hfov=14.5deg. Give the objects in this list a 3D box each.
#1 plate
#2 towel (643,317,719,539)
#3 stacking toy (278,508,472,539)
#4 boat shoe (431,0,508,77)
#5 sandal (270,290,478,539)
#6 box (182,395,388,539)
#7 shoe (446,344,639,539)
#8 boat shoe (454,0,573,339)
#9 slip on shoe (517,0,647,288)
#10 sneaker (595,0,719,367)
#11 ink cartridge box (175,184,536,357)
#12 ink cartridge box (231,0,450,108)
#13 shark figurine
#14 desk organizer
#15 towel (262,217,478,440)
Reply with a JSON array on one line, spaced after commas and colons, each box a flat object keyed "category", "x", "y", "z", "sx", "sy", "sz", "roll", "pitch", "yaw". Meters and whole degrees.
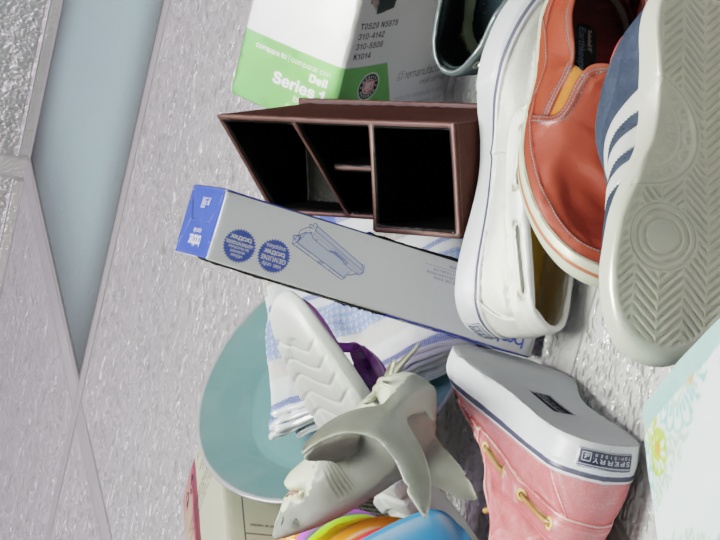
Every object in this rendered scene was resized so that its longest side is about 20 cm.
[{"category": "plate", "x": -0.013, "y": 0.068, "z": 1.776, "sx": 0.199, "sy": 0.026, "sz": 0.201, "roll": -20, "pitch": 43, "yaw": 20}, {"category": "towel", "x": 0.178, "y": 0.096, "z": 1.230, "sx": 0.200, "sy": 0.048, "sz": 0.172, "roll": 121, "pitch": 154, "yaw": -54}, {"category": "stacking toy", "x": -0.004, "y": 0.181, "z": 1.653, "sx": 0.200, "sy": 0.109, "sz": 0.117, "roll": 29, "pitch": 142, "yaw": 67}, {"category": "boat shoe", "x": 0.088, "y": -0.193, "z": 1.635, "sx": 0.073, "sy": 0.062, "sz": 0.201, "roll": 44, "pitch": 138, "yaw": 29}, {"category": "sandal", "x": 0.015, "y": 0.092, "z": 1.657, "sx": 0.203, "sy": 0.050, "sz": 0.082, "roll": 57, "pitch": 158, "yaw": -9}, {"category": "box", "x": -0.038, "y": 0.192, "z": 1.805, "sx": 0.201, "sy": 0.127, "sz": 0.109, "roll": -97, "pitch": 20, "yaw": -45}, {"category": "shoe", "x": 0.086, "y": 0.106, "z": 1.512, "sx": 0.200, "sy": 0.071, "sz": 0.092, "roll": -138, "pitch": 61, "yaw": -68}, {"category": "boat shoe", "x": 0.104, "y": -0.060, "z": 1.571, "sx": 0.070, "sy": 0.071, "sz": 0.201, "roll": 2, "pitch": 78, "yaw": 46}, {"category": "slip on shoe", "x": 0.125, "y": -0.080, "z": 1.481, "sx": 0.061, "sy": 0.074, "sz": 0.201, "roll": 125, "pitch": 154, "yaw": -53}, {"category": "sneaker", "x": 0.146, "y": -0.039, "z": 1.378, "sx": 0.085, "sy": 0.075, "sz": 0.201, "roll": 134, "pitch": 151, "yaw": -62}, {"category": "ink cartridge box", "x": 0.000, "y": 0.000, "z": 1.630, "sx": 0.094, "sy": 0.199, "sz": 0.044, "roll": -166, "pitch": 93, "yaw": -75}, {"category": "ink cartridge box", "x": 0.009, "y": -0.200, "z": 1.796, "sx": 0.146, "sy": 0.084, "sz": 0.201, "roll": -19, "pitch": -51, "yaw": -55}, {"category": "shark figurine", "x": 0.028, "y": 0.097, "z": 1.524, "sx": 0.128, "sy": 0.089, "sz": 0.215, "roll": -46, "pitch": -2, "yaw": -18}, {"category": "desk organizer", "x": 0.010, "y": -0.061, "z": 1.668, "sx": 0.199, "sy": 0.077, "sz": 0.072, "roll": 5, "pitch": 101, "yaw": 44}, {"category": "towel", "x": 0.001, "y": 0.009, "z": 1.785, "sx": 0.024, "sy": 0.146, "sz": 0.201, "roll": 53, "pitch": -158, "yaw": -39}]
